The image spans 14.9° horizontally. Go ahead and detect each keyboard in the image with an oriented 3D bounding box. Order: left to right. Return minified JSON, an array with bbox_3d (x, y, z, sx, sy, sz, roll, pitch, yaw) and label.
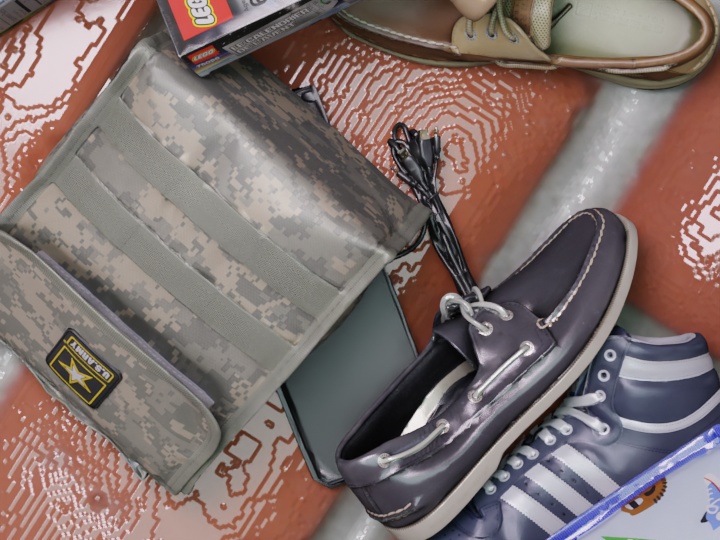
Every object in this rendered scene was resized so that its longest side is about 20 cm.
[{"bbox_3d":[0.000,0.000,1.422,0.127,0.021,0.200,-20,92,6],"label":"keyboard"}]

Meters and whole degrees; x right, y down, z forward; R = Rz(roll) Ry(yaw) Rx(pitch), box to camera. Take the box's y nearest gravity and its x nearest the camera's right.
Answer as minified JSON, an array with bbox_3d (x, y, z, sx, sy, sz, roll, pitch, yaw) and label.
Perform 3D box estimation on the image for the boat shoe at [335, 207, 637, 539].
[{"bbox_3d":[0.063,0.041,1.374,0.063,0.073,0.200,42,81,-26],"label":"boat shoe"}]

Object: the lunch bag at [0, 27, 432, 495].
[{"bbox_3d":[-0.095,-0.001,1.368,0.164,0.118,0.200,42,111,0],"label":"lunch bag"}]

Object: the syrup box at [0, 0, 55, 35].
[{"bbox_3d":[-0.180,-0.171,1.386,0.200,0.081,0.079,-33,89,1],"label":"syrup box"}]

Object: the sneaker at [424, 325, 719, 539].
[{"bbox_3d":[0.096,0.092,1.398,0.200,0.070,0.109,-16,95,-6],"label":"sneaker"}]

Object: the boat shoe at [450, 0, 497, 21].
[{"bbox_3d":[0.101,-0.186,1.360,0.200,0.071,0.065,-38,86,-30],"label":"boat shoe"}]

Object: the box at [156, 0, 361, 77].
[{"bbox_3d":[-0.055,-0.210,1.300,0.137,0.040,0.200,-25,74,8],"label":"box"}]

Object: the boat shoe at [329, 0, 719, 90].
[{"bbox_3d":[0.085,-0.137,1.390,0.199,0.074,0.076,6,91,0],"label":"boat shoe"}]

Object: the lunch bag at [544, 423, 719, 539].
[{"bbox_3d":[0.137,0.195,1.344,0.200,0.170,0.124,-35,49,0],"label":"lunch bag"}]
